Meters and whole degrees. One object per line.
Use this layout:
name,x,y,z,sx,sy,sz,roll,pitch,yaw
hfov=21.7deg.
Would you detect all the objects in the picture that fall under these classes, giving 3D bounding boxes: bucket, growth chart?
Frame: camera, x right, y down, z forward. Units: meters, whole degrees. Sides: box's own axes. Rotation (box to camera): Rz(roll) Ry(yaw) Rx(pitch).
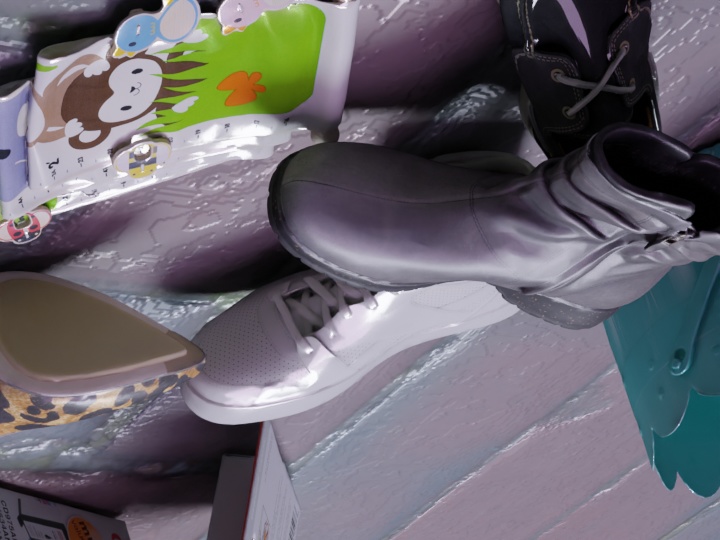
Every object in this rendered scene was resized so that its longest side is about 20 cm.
bucket,0.230,0.022,1.046,0.207,0.135,0.207,-16,153,-9
growth chart,-0.091,-0.066,0.798,0.199,0.018,0.145,-19,153,-7

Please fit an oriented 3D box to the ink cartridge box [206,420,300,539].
ink cartridge box,-0.078,0.202,1.097,0.043,0.201,0.174,4,153,9

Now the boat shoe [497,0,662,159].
boat shoe,0.103,-0.095,0.828,0.072,0.068,0.200,-19,151,0

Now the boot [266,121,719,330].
boot,0.071,-0.034,0.823,0.199,0.070,0.132,9,158,-27

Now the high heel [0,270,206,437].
high heel,-0.178,0.068,0.911,0.199,0.072,0.143,2,142,-7

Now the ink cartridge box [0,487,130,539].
ink cartridge box,-0.227,0.222,1.084,0.144,0.148,0.200,-31,151,19

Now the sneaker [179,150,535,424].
sneaker,0.000,0.000,0.929,0.199,0.074,0.116,-23,153,-17
